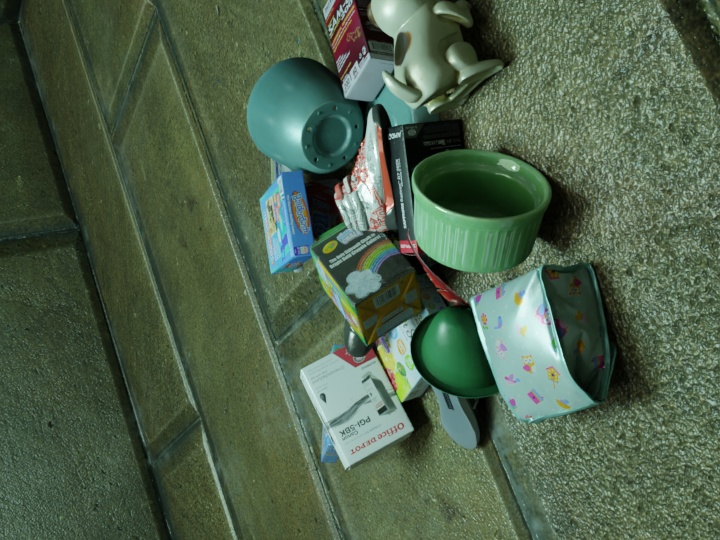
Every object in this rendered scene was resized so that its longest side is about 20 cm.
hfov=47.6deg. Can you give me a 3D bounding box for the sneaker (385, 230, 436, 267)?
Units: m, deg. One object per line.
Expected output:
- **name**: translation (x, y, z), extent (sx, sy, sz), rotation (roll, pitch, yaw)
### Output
- **sneaker**: translation (0.068, -0.076, 1.410), extent (0.084, 0.074, 0.202), rotation (-32, 56, 9)

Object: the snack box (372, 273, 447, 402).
- **snack box**: translation (0.096, 0.124, 1.473), extent (0.143, 0.052, 0.201), rotation (60, 143, 26)

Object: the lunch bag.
- **lunch bag**: translation (0.262, 0.107, 1.153), extent (0.170, 0.120, 0.203), rotation (-31, 68, 55)

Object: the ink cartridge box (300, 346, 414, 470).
- **ink cartridge box**: translation (-0.007, 0.249, 1.533), extent (0.202, 0.145, 0.083), rotation (61, 168, 14)

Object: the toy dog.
- **toy dog**: translation (0.086, -0.346, 1.224), extent (0.202, 0.192, 0.140), rotation (66, 158, 7)

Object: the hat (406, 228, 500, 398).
- **hat**: translation (0.154, 0.070, 1.206), extent (0.177, 0.197, 0.167), rotation (93, -175, -50)

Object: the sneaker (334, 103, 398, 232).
- **sneaker**: translation (0.004, -0.161, 1.321), extent (0.106, 0.067, 0.205), rotation (-4, 105, 21)

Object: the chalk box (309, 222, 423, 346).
- **chalk box**: translation (0.000, 0.000, 1.391), extent (0.201, 0.124, 0.125), rotation (52, 167, 37)

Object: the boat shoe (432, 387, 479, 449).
- **boat shoe**: translation (0.167, 0.213, 1.379), extent (0.073, 0.068, 0.201), rotation (3, 127, 45)

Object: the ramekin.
- **ramekin**: translation (0.168, -0.084, 1.173), extent (0.200, 0.198, 0.099), rotation (43, 141, 42)

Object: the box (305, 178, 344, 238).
- **box**: translation (-0.034, -0.108, 1.556), extent (0.199, 0.099, 0.097), rotation (25, 122, 51)

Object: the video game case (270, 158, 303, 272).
- **video game case**: translation (-0.148, -0.123, 1.638), extent (0.182, 0.022, 0.203), rotation (-131, 38, -61)

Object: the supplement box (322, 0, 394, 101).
- **supplement box**: translation (-0.003, -0.410, 1.417), extent (0.109, 0.060, 0.203), rotation (-49, 48, 51)

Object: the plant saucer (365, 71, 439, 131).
- **plant saucer**: translation (0.062, -0.255, 1.421), extent (0.199, 0.036, 0.203), rotation (25, 121, 52)

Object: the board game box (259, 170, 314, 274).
- **board game box**: translation (-0.138, -0.084, 1.514), extent (0.200, 0.044, 0.155), rotation (156, 105, -70)

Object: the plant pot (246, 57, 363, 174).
- **plant pot**: translation (-0.084, -0.267, 1.477), extent (0.161, 0.198, 0.204), rotation (40, 132, 50)

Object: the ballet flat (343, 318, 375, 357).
- **ballet flat**: translation (0.016, 0.055, 1.475), extent (0.069, 0.067, 0.203), rotation (93, -166, -71)

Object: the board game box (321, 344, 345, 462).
- **board game box**: translation (-0.053, 0.273, 1.658), extent (0.152, 0.036, 0.203), rotation (109, 165, -64)

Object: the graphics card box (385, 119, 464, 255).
- **graphics card box**: translation (0.112, -0.135, 1.300), extent (0.051, 0.124, 0.203), rotation (4, 104, 56)
